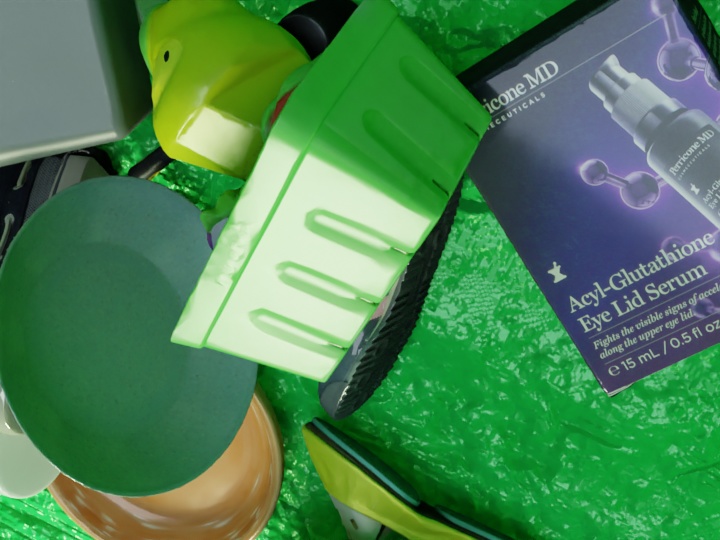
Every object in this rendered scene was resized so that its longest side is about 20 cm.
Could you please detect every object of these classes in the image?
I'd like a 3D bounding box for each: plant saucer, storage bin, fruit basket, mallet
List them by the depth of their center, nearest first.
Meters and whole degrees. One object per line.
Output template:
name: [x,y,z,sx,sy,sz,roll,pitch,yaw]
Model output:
fruit basket: [-0.054,-0.066,0.658,0.215,0.156,0.216,15,134,16]
storage bin: [-0.205,-0.150,0.690,0.134,0.146,0.201,-7,109,7]
plant saucer: [-0.151,0.042,0.764,0.039,0.201,0.202,-12,108,44]
mallet: [-0.076,-0.112,0.776,0.200,0.066,0.041,-30,97,39]
plant saucer: [-0.147,0.123,0.880,0.199,0.037,0.201,6,112,15]

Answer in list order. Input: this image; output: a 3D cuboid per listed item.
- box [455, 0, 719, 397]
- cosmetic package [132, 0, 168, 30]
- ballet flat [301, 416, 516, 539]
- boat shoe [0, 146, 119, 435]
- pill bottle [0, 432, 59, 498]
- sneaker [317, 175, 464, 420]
box: [0.157,-0.057,0.687,0.148,0.104,0.200,-30,100,24]
cosmetic package: [-0.227,-0.169,0.784,0.199,0.051,0.083,-12,109,20]
ballet flat: [0.033,0.179,0.828,0.199,0.067,0.067,32,89,-1]
boat shoe: [-0.229,0.010,0.798,0.092,0.201,0.075,3,152,21]
pill bottle: [-0.301,0.099,0.850,0.199,0.109,0.110,10,114,30]
sneaker: [0.000,0.000,0.784,0.082,0.070,0.201,30,114,22]
